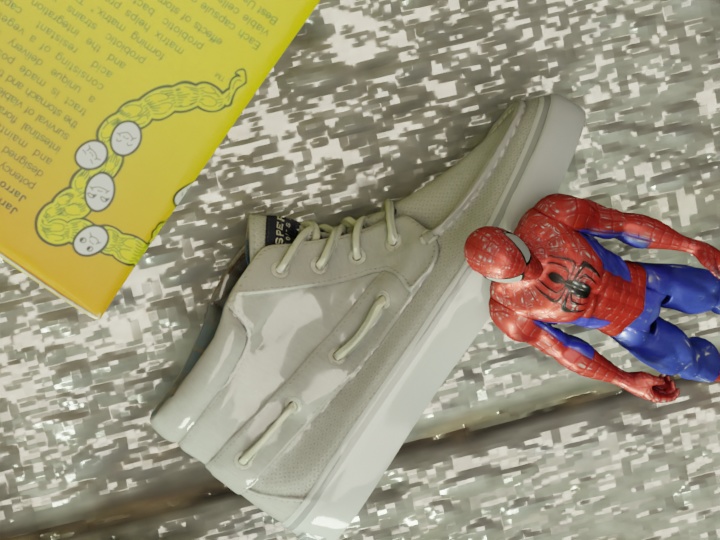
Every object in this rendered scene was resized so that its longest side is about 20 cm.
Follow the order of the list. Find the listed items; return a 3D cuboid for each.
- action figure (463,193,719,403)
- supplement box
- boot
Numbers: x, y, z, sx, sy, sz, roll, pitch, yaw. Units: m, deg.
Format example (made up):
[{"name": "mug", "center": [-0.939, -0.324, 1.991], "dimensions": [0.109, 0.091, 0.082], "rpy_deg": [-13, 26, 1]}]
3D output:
[{"name": "action figure", "center": [0.111, 0.014, 0.858], "dimensions": [0.199, 0.052, 0.066], "rpy_deg": [18, 104, -39]}, {"name": "supplement box", "center": [-0.085, -0.102, 0.815], "dimensions": [0.109, 0.109, 0.201], "rpy_deg": [34, 94, -14]}, {"name": "boot", "center": [0.000, 0.000, 0.870], "dimensions": [0.095, 0.074, 0.201], "rpy_deg": [33, 88, -6]}]
